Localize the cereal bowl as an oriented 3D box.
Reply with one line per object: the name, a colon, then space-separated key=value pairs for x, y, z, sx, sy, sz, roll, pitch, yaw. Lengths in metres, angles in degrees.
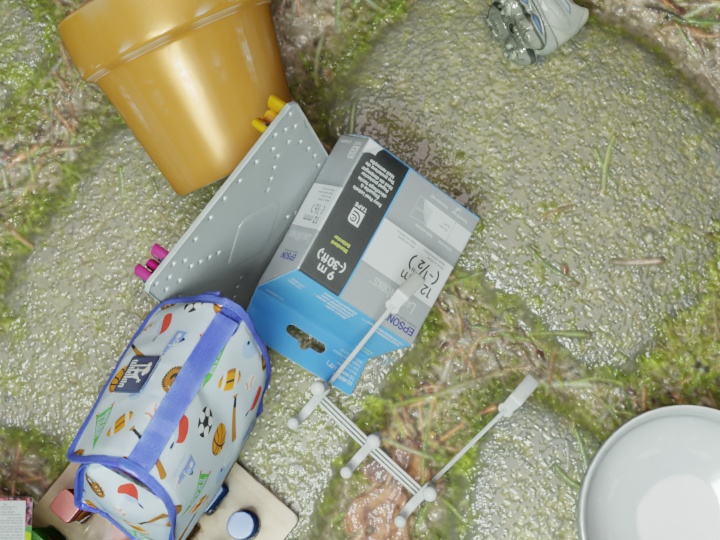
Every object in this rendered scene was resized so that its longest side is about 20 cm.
cereal bowl: x=0.288 y=0.223 z=1.280 sx=0.197 sy=0.083 sz=0.203 roll=0 pitch=80 yaw=1

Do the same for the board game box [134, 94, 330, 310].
board game box: x=-0.103 y=-0.038 z=1.272 sx=0.026 sy=0.200 sz=0.201 roll=35 pitch=83 yaw=20

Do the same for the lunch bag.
lunch bag: x=-0.156 y=0.123 z=1.183 sx=0.123 sy=0.200 sz=0.171 roll=29 pitch=65 yaw=1

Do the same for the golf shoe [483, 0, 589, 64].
golf shoe: x=0.146 y=-0.301 z=1.382 sx=0.096 sy=0.078 sz=0.202 roll=-26 pitch=87 yaw=-20

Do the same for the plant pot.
plant pot: x=-0.148 y=-0.177 z=1.308 sx=0.198 sy=0.200 sz=0.185 roll=-24 pitch=97 yaw=-3

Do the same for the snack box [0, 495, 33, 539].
snack box: x=-0.327 y=0.266 z=1.225 sx=0.052 sy=0.199 sz=0.144 roll=5 pitch=80 yaw=-25

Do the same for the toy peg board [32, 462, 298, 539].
toy peg board: x=-0.192 y=0.236 z=1.279 sx=0.199 sy=0.098 sz=0.200 roll=39 pitch=84 yaw=6

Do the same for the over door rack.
over door rack: x=0.036 y=0.122 z=1.260 sx=0.148 sy=0.067 sz=0.200 roll=42 pitch=122 yaw=4

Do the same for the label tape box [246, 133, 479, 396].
label tape box: x=0.000 y=0.000 z=1.297 sx=0.143 sy=0.066 sz=0.202 roll=33 pitch=80 yaw=-29
